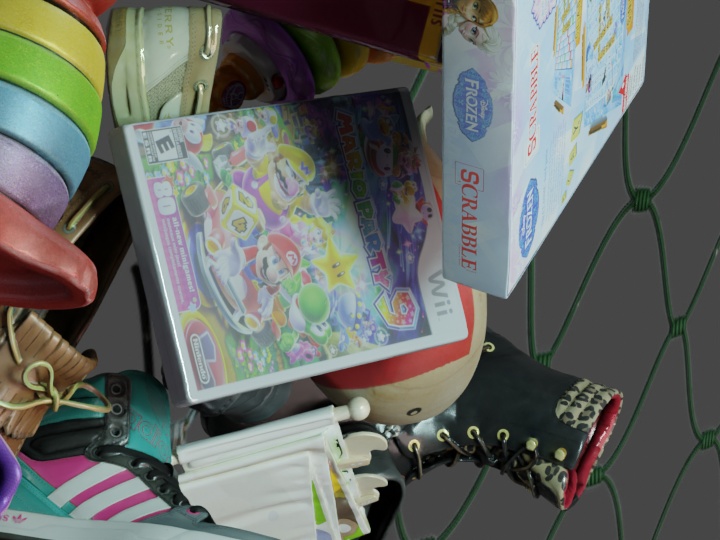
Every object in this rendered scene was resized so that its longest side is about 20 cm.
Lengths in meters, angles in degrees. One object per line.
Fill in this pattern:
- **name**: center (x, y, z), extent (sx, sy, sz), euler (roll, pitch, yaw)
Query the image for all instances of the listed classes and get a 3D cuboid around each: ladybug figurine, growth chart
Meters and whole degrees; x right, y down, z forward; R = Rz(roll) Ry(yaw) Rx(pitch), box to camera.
- **ladybug figurine**: center (0.000, 0.000, 1.385), extent (0.072, 0.135, 0.201), euler (-37, 115, -57)
- **growth chart**: center (-0.055, 0.145, 1.408), extent (0.201, 0.144, 0.018), euler (94, -17, -51)

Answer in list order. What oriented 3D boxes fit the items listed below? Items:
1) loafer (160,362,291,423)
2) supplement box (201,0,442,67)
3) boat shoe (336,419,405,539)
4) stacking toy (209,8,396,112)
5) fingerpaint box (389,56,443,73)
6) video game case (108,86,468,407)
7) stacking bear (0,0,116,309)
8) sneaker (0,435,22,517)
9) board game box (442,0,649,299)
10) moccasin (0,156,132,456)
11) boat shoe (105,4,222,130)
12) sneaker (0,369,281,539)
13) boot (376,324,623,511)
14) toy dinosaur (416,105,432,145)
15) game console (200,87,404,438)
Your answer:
- **loafer**: center (-0.067, 0.050, 1.337), extent (0.068, 0.070, 0.201), euler (-44, -174, 3)
- **supplement box**: center (-0.014, -0.180, 1.268), extent (0.086, 0.199, 0.111), euler (6, 100, -63)
- **boat shoe**: center (-0.027, 0.179, 1.520), extent (0.073, 0.063, 0.202), euler (-4, 133, -30)
- **stacking toy**: center (-0.039, -0.136, 1.374), extent (0.200, 0.109, 0.116), euler (-42, 143, -22)
- **fingerpaint box**: center (0.060, -0.251, 1.494), extent (0.167, 0.073, 0.201), euler (-55, 146, -32)
- **video game case**: center (-0.034, -0.017, 1.268), extent (0.199, 0.018, 0.144), euler (-11, 86, -42)
- **stacking bear**: center (-0.165, -0.097, 1.144), extent (0.121, 0.113, 0.201), euler (37, 60, -40)
- **sneaker**: center (-0.225, 0.058, 1.112), extent (0.081, 0.088, 0.200), euler (-56, 131, -18)
- **board game box**: center (0.099, -0.124, 1.248), extent (0.201, 0.041, 0.200), euler (88, 27, -42)
- **moccasin**: center (-0.165, 0.038, 1.241), extent (0.202, 0.077, 0.074), euler (-65, 150, -16)
- **boat shoe**: center (-0.093, -0.057, 1.304), extent (0.073, 0.063, 0.202), euler (-93, 177, -50)
- **sneaker**: center (-0.109, 0.115, 1.277), extent (0.084, 0.198, 0.121), euler (79, 23, -52)
- **boot**: center (0.074, 0.119, 1.622), extent (0.200, 0.150, 0.073), euler (-52, 155, -38)
- **toy dinosaur**: center (0.050, -0.049, 1.515), extent (0.088, 0.047, 0.201), euler (126, -27, -49)
- **game console**: center (-0.031, -0.007, 1.517), extent (0.175, 0.116, 0.202), euler (-2, 108, -29)
